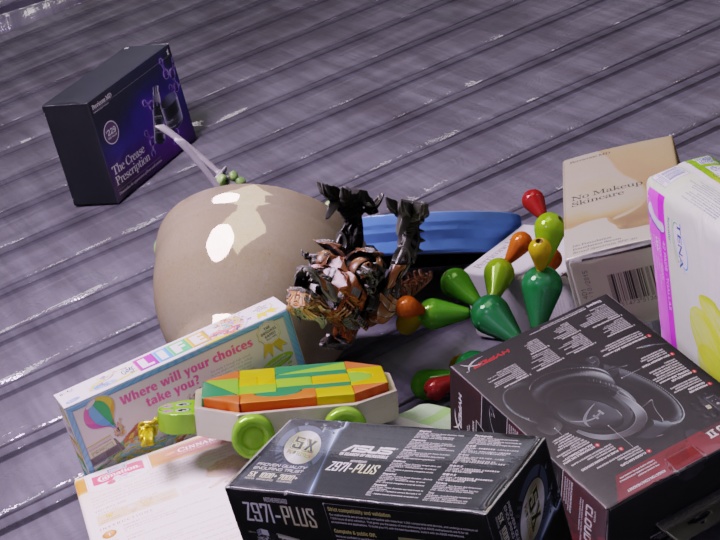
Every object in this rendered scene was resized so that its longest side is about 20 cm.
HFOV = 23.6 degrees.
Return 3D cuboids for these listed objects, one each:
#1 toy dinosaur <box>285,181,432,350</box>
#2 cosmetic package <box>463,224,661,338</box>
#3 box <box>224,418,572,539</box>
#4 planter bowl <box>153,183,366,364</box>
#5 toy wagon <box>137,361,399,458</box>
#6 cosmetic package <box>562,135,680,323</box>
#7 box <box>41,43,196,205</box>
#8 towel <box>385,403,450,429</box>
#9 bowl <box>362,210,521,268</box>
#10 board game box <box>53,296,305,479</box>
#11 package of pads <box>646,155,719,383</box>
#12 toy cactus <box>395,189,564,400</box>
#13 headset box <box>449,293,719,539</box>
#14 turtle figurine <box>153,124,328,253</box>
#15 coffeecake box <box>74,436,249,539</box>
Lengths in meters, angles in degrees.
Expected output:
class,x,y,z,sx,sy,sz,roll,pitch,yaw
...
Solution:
class,x,y,z,sx,sy,sz,roll,pitch,yaw
toy dinosaur,0.000,0.000,1.464,0.102,0.136,0.200,11,5,10
cosmetic package,0.198,0.016,1.507,0.200,0.074,0.102,7,32,42
box,0.033,0.190,1.112,0.200,0.164,0.086,0,29,35
planter bowl,-0.094,0.040,1.531,0.200,0.200,0.135,-8,47,18
toy wagon,-0.072,0.106,1.324,0.199,0.040,0.155,-4,9,-4
cosmetic package,0.223,-0.033,1.420,0.105,0.071,0.200,-14,24,11
box,-0.308,-0.190,2.222,0.079,0.142,0.200,-3,27,30
towel,0.041,0.144,1.285,0.149,0.031,0.200,18,23,35
bowl,0.053,-0.027,1.636,0.200,0.040,0.201,-3,-4,0
board game box,-0.134,0.123,1.412,0.200,0.135,0.034,-24,24,-17
package of pads,0.274,0.034,1.253,0.068,0.201,0.155,-16,23,-11
toy cactus,0.121,0.044,1.432,0.200,0.102,0.165,-47,57,5
headset box,0.179,0.119,1.221,0.149,0.077,0.200,-24,43,-25
turtle figurine,-0.114,-0.072,1.789,0.193,0.201,0.144,2,-14,-14
coffeecake box,-0.122,0.203,1.298,0.153,0.073,0.200,-19,23,-9
